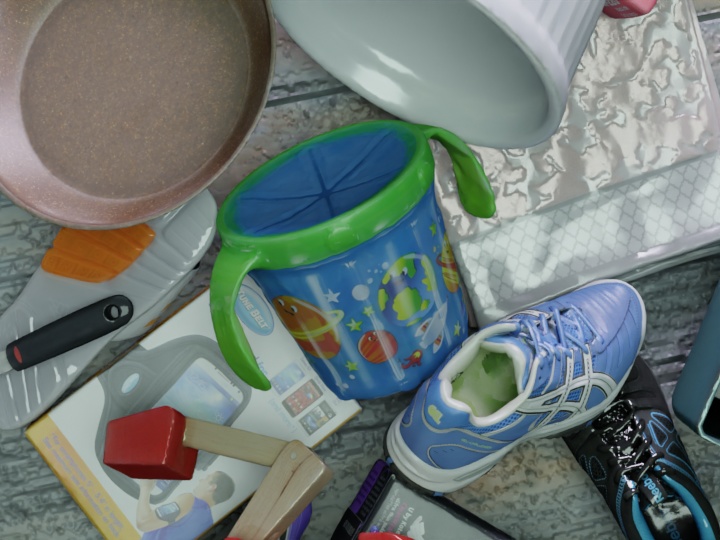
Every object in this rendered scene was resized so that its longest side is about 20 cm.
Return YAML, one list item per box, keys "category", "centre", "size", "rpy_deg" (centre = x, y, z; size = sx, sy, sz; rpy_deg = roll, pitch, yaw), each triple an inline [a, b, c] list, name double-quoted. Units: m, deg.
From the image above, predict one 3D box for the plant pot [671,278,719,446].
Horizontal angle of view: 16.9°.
- category: "plant pot"
  centre: [0.266, 0.051, 1.446]
  size: [0.140, 0.200, 0.142]
  rpy_deg: [23, 89, -6]

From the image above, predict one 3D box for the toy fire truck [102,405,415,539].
- category: "toy fire truck"
  centre: [-0.052, 0.150, 1.399]
  size: [0.198, 0.049, 0.142]
  rpy_deg: [-3, 73, 17]

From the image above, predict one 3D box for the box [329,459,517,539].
- category: "box"
  centre: [0.073, 0.212, 1.470]
  size: [0.199, 0.122, 0.107]
  rpy_deg: [30, 88, -4]

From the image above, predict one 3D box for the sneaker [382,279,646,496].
- category: "sneaker"
  centre: [0.103, 0.061, 1.429]
  size: [0.199, 0.077, 0.076]
  rpy_deg: [-35, 72, -33]

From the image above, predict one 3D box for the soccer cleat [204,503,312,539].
- category: "soccer cleat"
  centre: [-0.086, 0.210, 1.457]
  size: [0.073, 0.068, 0.200]
  rpy_deg: [40, 59, 11]

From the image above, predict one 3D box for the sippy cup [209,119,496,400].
- category: "sippy cup"
  centre: [0.000, 0.000, 1.437]
  size: [0.177, 0.140, 0.131]
  rpy_deg: [-22, 115, 7]

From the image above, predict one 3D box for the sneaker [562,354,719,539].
- category: "sneaker"
  centre: [0.171, 0.110, 1.498]
  size: [0.073, 0.082, 0.201]
  rpy_deg: [-33, 92, -1]

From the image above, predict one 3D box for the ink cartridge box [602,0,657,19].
- category: "ink cartridge box"
  centre: [0.122, -0.265, 1.445]
  size: [0.199, 0.085, 0.146]
  rpy_deg: [34, 90, -9]

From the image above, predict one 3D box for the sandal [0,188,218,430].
- category: "sandal"
  centre: [-0.162, 0.014, 1.485]
  size: [0.207, 0.059, 0.079]
  rpy_deg: [-45, 77, 17]

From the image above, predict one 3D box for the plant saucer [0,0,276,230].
- category: "plant saucer"
  centre: [-0.138, -0.116, 1.423]
  size: [0.199, 0.037, 0.202]
  rpy_deg: [-5, 74, 17]

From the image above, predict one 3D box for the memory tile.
- category: "memory tile"
  centre: [-0.147, -0.148, 1.464]
  size: [0.153, 0.017, 0.201]
  rpy_deg: [31, 85, 22]

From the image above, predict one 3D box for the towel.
- category: "towel"
  centre: [0.132, -0.081, 1.518]
  size: [0.198, 0.032, 0.193]
  rpy_deg: [-18, 92, -5]

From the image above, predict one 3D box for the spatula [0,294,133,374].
- category: "spatula"
  centre: [-0.222, 0.059, 1.467]
  size: [0.199, 0.021, 0.057]
  rpy_deg: [-24, 84, 20]

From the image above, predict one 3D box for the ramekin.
- category: "ramekin"
  centre: [0.047, -0.168, 1.407]
  size: [0.200, 0.200, 0.098]
  rpy_deg: [31, 71, -5]

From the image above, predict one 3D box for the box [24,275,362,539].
- category: "box"
  centre: [-0.094, 0.084, 1.496]
  size: [0.200, 0.041, 0.119]
  rpy_deg: [-38, 94, -1]
